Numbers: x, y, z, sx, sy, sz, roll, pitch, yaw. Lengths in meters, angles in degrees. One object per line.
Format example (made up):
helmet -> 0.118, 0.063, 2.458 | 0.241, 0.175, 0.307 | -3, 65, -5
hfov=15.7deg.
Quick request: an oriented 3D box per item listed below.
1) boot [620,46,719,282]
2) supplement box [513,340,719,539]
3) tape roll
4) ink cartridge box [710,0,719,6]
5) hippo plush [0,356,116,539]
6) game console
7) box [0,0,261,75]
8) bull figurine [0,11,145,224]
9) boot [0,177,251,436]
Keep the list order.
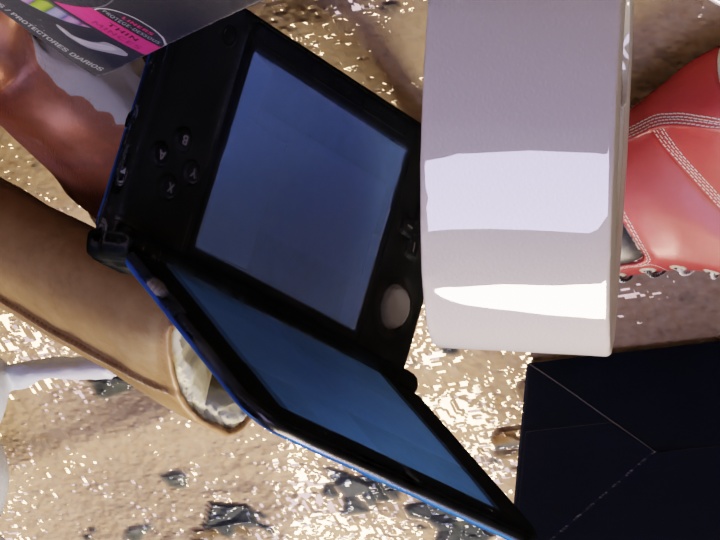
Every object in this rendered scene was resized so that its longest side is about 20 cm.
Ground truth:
boot -> 0.176, -0.006, 1.147 | 0.144, 0.072, 0.200 | -29, 117, 34
supplement box -> 0.193, 0.147, 1.256 | 0.200, 0.134, 0.200 | -7, 134, 17
tape roll -> 0.067, -0.067, 1.003 | 0.071, 0.203, 0.203 | 2, 137, 7
ink cartridge box -> 0.169, -0.144, 0.965 | 0.200, 0.115, 0.068 | 27, 134, -17
hippo plush -> -0.237, 0.075, 1.281 | 0.200, 0.159, 0.161 | -33, 158, -15
game console -> 0.000, 0.000, 1.051 | 0.118, 0.171, 0.200 | 8, 166, 38
box -> -0.082, -0.159, 0.937 | 0.122, 0.106, 0.200 | 34, 160, -19
bull figurine -> -0.104, -0.072, 1.127 | 0.121, 0.065, 0.200 | -30, 126, 32
boot -> -0.146, -0.017, 1.112 | 0.200, 0.066, 0.175 | 28, 173, 30
